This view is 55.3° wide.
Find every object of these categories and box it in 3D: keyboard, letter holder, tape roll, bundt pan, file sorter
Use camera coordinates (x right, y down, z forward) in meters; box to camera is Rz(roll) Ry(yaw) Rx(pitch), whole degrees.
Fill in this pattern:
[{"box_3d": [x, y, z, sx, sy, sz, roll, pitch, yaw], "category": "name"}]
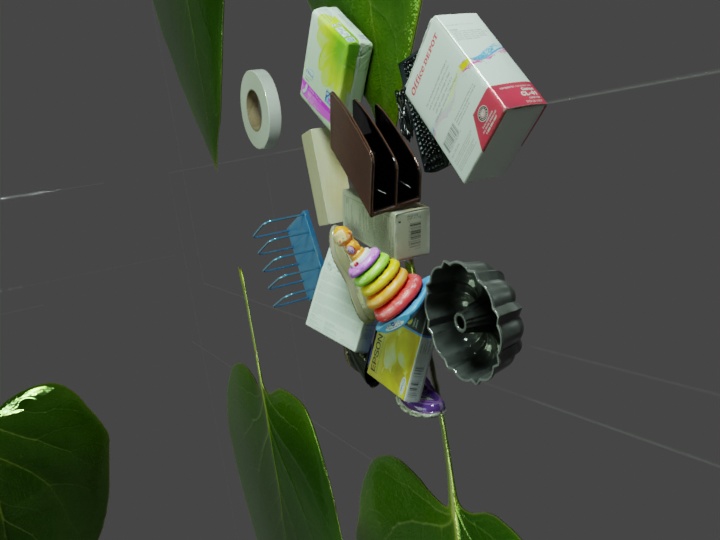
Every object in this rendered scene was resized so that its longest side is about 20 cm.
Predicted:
[{"box_3d": [0.094, -0.264, 1.178, 0.104, 0.039, 0.203, -17, 86, 62], "category": "keyboard"}, {"box_3d": [0.024, -0.223, 1.214, 0.143, 0.099, 0.201, 89, 159, -50], "category": "letter holder"}, {"box_3d": [-0.262, -0.419, 1.795, 0.202, 0.037, 0.206, 34, 131, 53], "category": "tape roll"}, {"box_3d": [0.189, 0.075, 1.107, 0.202, 0.075, 0.205, 38, 135, 51], "category": "bundt pan"}, {"box_3d": [-0.177, -0.025, 1.716, 0.139, 0.121, 0.203, -33, 72, 61], "category": "file sorter"}]

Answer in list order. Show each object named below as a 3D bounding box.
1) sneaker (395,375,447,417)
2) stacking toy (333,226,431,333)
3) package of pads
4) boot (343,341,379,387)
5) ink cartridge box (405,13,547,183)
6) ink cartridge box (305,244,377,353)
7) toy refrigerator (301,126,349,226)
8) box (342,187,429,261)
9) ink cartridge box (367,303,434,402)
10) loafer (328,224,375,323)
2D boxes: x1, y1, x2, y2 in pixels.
[{"box_3d": [0.099, 0.211, 1.346, 0.200, 0.080, 0.084, 46, 134, 46], "category": "sneaker"}, {"box_3d": [0.023, 0.000, 1.202, 0.200, 0.110, 0.116, 48, 134, -12], "category": "stacking toy"}, {"box_3d": [-0.052, -0.398, 1.368, 0.155, 0.067, 0.202, 54, 145, 35], "category": "package of pads"}, {"box_3d": [-0.001, 0.139, 1.481, 0.138, 0.077, 0.202, -137, 27, -67], "category": "boot"}, {"box_3d": [0.161, -0.253, 1.005, 0.202, 0.085, 0.148, 64, 151, 27], "category": "ink cartridge box"}, {"box_3d": [-0.024, 0.049, 1.432, 0.159, 0.047, 0.203, 24, 99, 41], "category": "ink cartridge box"}, {"box_3d": [-0.067, -0.203, 1.487, 0.076, 0.069, 0.203, 179, 79, -69], "category": "toy refrigerator"}, {"box_3d": [0.044, -0.095, 1.306, 0.200, 0.077, 0.096, 34, 132, 53], "category": "box"}, {"box_3d": [0.070, 0.122, 1.328, 0.199, 0.046, 0.201, 24, 103, 55], "category": "ink cartridge box"}, {"box_3d": [0.000, 0.000, 1.333, 0.202, 0.068, 0.076, 67, -166, -3], "category": "loafer"}]
